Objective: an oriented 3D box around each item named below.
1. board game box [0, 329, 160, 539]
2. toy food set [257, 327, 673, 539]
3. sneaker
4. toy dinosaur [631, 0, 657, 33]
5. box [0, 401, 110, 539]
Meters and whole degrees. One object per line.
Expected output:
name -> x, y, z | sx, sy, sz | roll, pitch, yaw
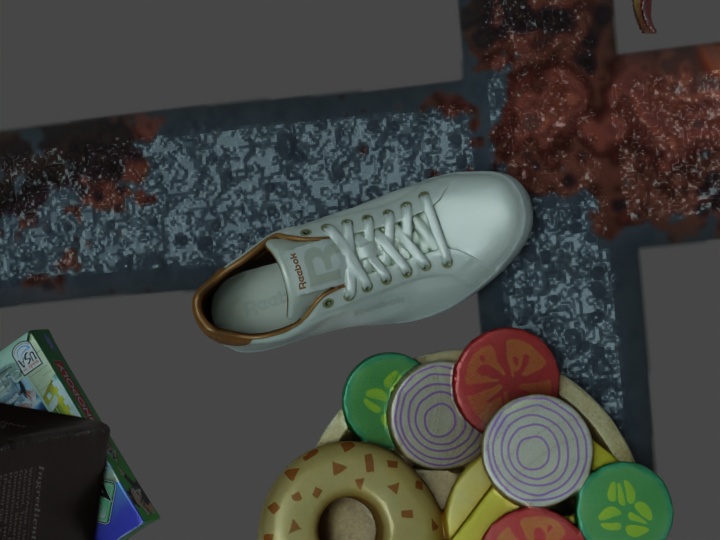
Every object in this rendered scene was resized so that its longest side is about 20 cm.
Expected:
board game box -> -0.236, 0.145, 1.078 | 0.200, 0.029, 0.135 | -35, 81, 11
toy food set -> 0.060, 0.133, 0.969 | 0.200, 0.049, 0.198 | 38, 80, 6
sneaker -> 0.000, 0.000, 0.993 | 0.199, 0.085, 0.073 | -23, 83, 11
toy dinosaur -> 0.223, -0.250, 0.964 | 0.181, 0.105, 0.201 | -10, 125, 1
box -> -0.255, 0.155, 0.964 | 0.165, 0.200, 0.165 | 8, 91, 15
